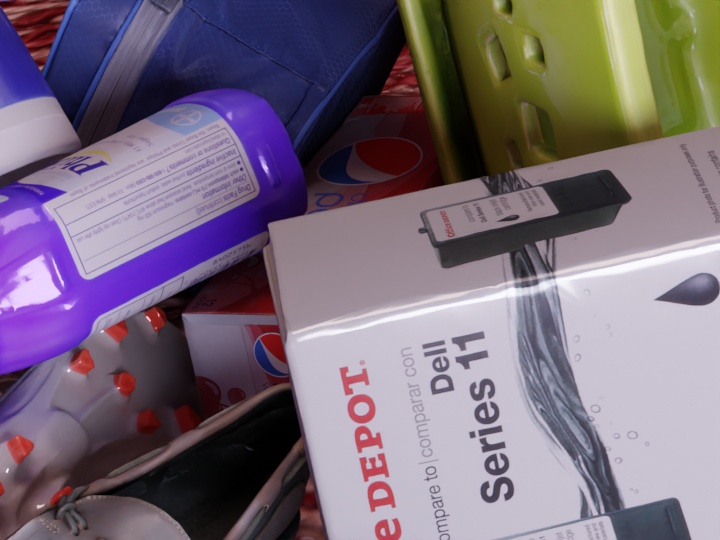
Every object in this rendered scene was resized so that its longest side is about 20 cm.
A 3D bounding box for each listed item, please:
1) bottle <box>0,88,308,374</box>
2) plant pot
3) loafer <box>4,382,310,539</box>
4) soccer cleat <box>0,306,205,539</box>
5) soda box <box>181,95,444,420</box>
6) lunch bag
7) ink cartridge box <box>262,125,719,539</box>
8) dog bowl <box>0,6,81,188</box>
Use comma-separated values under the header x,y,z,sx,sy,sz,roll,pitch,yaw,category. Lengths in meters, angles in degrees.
x,y,z,sx,sy,sz,roll,pitch,yaw,category
-0.117,-0.003,0.987,0.199,0.066,0.083,-28,10,-28,bottle
0.131,-0.072,1.049,0.198,0.201,0.181,-28,24,-27,plant pot
-0.074,0.089,0.901,0.072,0.063,0.200,36,30,11,loafer
-0.120,0.071,1.008,0.077,0.069,0.200,-35,5,29,soccer cleat
0.000,0.000,1.092,0.063,0.070,0.200,0,28,24,soda box
-0.063,-0.096,1.182,0.132,0.136,0.200,31,35,4,lunch bag
0.078,0.043,0.888,0.198,0.148,0.083,-13,27,0,ink cartridge box
-0.213,-0.032,1.048,0.199,0.079,0.200,-30,-1,0,dog bowl
